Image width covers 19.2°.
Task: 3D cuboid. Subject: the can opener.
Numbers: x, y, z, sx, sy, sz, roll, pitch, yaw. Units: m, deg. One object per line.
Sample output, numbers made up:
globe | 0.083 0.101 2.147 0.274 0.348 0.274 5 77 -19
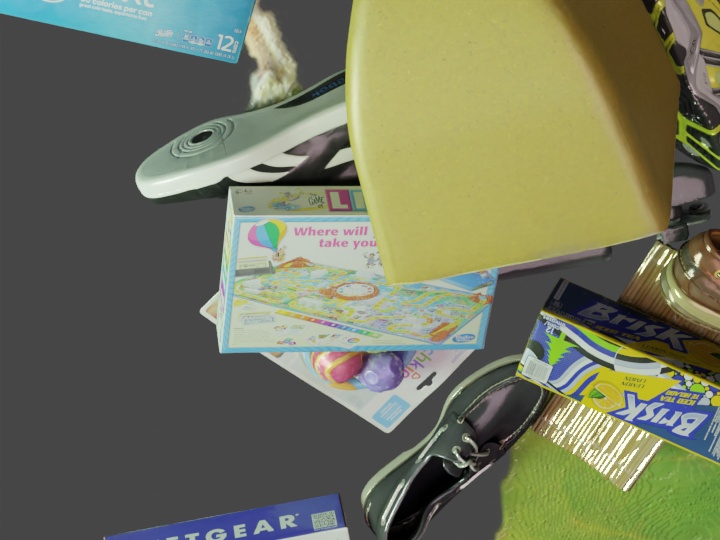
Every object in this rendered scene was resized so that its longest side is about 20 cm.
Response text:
can opener | 0.169 -0.036 1.612 0.200 0.053 0.067 -15 107 0

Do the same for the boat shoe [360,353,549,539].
boat shoe | 0.082 0.150 1.698 0.073 0.063 0.200 37 109 -26

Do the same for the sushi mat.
sushi mat | 0.224 0.077 1.681 0.096 0.012 0.200 36 114 9

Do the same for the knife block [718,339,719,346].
knife block | 0.363 0.094 1.645 0.200 0.176 0.064 16 116 -18

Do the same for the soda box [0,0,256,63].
soda box | -0.173 -0.202 1.444 0.200 0.064 0.068 11 118 -16

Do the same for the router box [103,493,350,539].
router box | -0.099 0.285 1.758 0.200 0.049 0.180 -11 122 -3

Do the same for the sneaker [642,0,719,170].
sneaker | 0.246 -0.153 1.538 0.076 0.075 0.200 -43 136 -18

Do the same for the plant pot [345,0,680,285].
plant pot | 0.090 -0.139 1.407 0.195 0.194 0.200 -11 123 18

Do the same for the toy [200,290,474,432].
toy | -0.011 0.052 1.633 0.200 0.047 0.115 35 111 -25

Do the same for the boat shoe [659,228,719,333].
boat shoe | 0.327 0.023 1.595 0.200 0.072 0.068 19 135 -10

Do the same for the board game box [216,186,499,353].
board game box | 0.000 0.000 1.546 0.200 0.034 0.135 0 132 -11

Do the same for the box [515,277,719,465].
box | 0.226 0.082 1.632 0.200 0.070 0.064 24 117 8

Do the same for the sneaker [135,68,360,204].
sneaker | -0.053 -0.062 1.542 0.200 0.073 0.112 -21 120 2
